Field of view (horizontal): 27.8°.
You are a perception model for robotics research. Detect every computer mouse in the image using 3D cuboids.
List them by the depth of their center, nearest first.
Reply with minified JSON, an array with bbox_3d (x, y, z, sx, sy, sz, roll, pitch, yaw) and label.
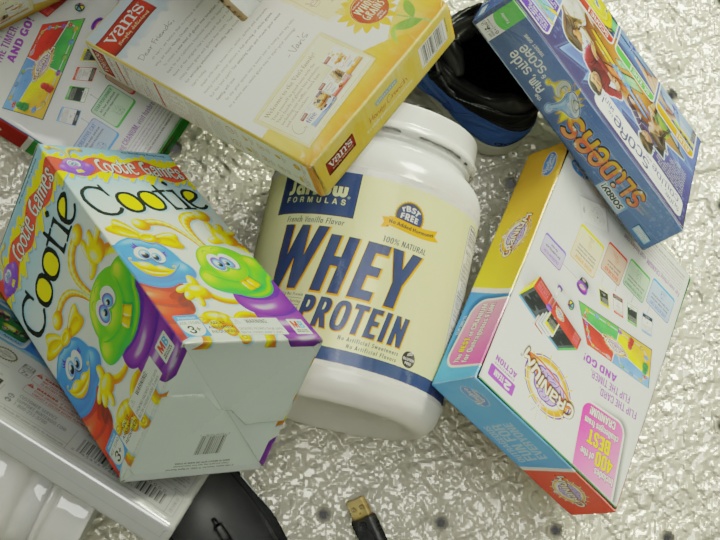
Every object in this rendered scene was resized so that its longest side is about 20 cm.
[{"bbox_3d":[-0.060,0.174,0.969,0.140,0.046,0.201,-28,83,-13],"label":"computer mouse"}]

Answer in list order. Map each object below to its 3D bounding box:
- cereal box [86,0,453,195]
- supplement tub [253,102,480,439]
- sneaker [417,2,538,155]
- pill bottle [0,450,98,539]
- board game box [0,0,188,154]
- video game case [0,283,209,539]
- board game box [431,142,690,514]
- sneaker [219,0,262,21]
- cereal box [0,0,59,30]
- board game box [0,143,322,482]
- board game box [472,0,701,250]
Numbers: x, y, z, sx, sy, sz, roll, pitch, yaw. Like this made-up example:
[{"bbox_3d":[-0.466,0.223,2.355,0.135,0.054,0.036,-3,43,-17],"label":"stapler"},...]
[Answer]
[{"bbox_3d":[-0.060,-0.151,0.942,0.200,0.040,0.144,31,72,27],"label":"cereal box"},{"bbox_3d":[0.000,0.000,0.968,0.144,0.145,0.201,14,75,-6],"label":"supplement tub"},{"bbox_3d":[0.050,-0.170,1.033,0.200,0.111,0.077,44,74,2],"label":"sneaker"},{"bbox_3d":[-0.257,0.110,0.918,0.199,0.111,0.112,27,74,-3],"label":"pill bottle"},{"bbox_3d":[-0.206,-0.158,1.016,0.199,0.040,0.153,33,74,-1],"label":"board game box"},{"bbox_3d":[-0.177,0.070,0.921,0.199,0.182,0.024,32,115,-1],"label":"video game case"},{"bbox_3d":[0.141,0.038,0.978,0.153,0.040,0.201,44,54,-26],"label":"board game box"},{"bbox_3d":[-0.096,-0.259,0.926,0.112,0.071,0.200,-45,66,6],"label":"sneaker"},{"bbox_3d":[-0.224,-0.203,0.890,0.143,0.200,0.040,-30,84,-15],"label":"cereal box"},{"bbox_3d":[-0.131,0.021,0.893,0.105,0.103,0.200,1,35,-42],"label":"board game box"},{"bbox_3d":[0.163,-0.129,1.011,0.200,0.034,0.136,51,33,-15],"label":"board game box"}]
